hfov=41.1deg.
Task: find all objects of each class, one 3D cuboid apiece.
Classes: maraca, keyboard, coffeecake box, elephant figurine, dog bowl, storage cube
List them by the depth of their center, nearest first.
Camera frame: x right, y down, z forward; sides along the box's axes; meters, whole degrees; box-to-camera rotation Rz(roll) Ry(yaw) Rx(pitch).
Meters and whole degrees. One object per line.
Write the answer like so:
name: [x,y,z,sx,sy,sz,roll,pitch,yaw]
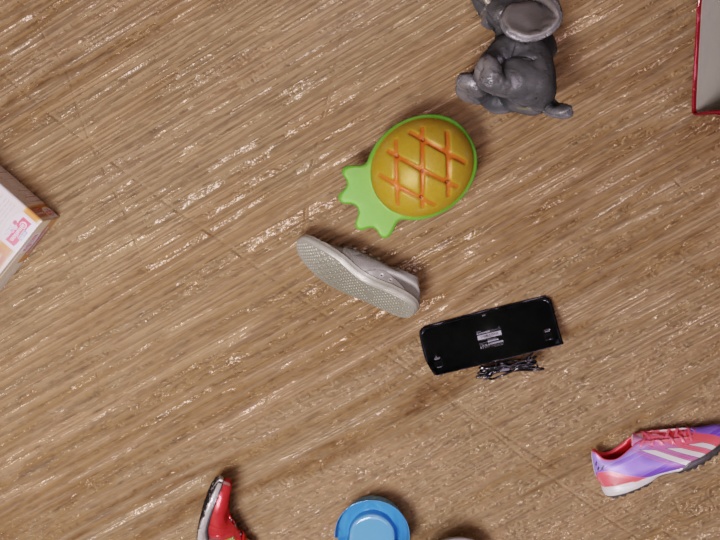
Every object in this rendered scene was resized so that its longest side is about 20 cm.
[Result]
storage cube: [0.545,-0.289,1.241,0.179,0.171,0.201,0,98,2]
elephant figurine: [0.211,-0.318,1.286,0.155,0.141,0.201,21,83,-28]
maraca: [0.066,-0.130,1.324,0.199,0.107,0.138,-31,93,8]
coffeecake box: [-0.567,-0.083,1.387,0.200,0.073,0.154,41,98,-3]
keyboard: [0.191,0.110,1.397,0.199,0.040,0.105,-14,74,6]
dog bowl: [0.015,0.432,1.440,0.111,0.050,0.201,5,98,3]

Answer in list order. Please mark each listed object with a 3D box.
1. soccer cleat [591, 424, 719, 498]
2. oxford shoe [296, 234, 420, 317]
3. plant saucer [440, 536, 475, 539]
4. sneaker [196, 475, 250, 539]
soccer cleat: [0.431,0.257,1.382,0.199,0.068,0.074,-26,92,9]
oxford shoe: [0.000,0.000,1.377,0.199,0.075,0.058,26,58,7]
plant saucer: [0.112,0.478,1.416,0.199,0.050,0.201,-9,107,-29]
sneaker: [-0.201,0.398,1.443,0.084,0.077,0.201,6,109,-3]
